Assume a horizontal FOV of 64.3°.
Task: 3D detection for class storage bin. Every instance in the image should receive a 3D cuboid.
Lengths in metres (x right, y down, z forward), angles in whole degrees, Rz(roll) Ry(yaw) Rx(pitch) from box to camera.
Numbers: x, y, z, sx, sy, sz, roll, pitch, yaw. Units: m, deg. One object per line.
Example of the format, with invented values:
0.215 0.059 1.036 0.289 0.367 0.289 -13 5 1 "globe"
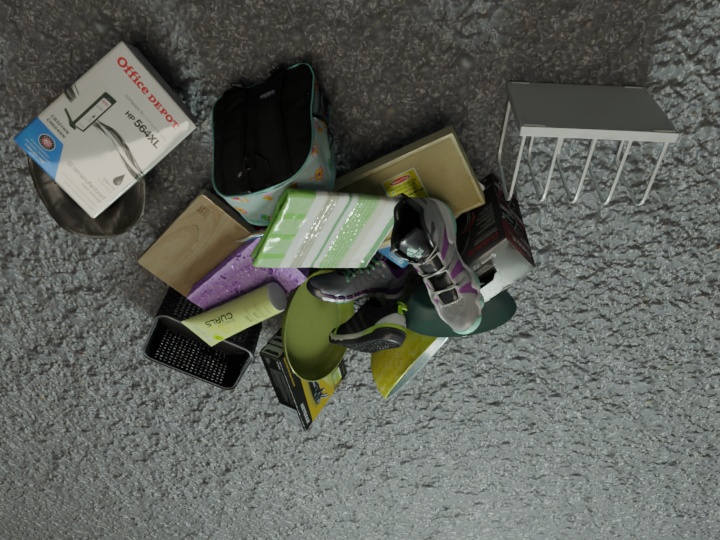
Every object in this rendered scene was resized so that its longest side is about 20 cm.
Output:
-0.308 0.132 1.124 0.197 0.095 0.136 26 126 -14 "storage bin"

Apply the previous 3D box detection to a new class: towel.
-0.043 -0.060 0.809 0.197 0.031 0.150 0 140 -36 "towel"

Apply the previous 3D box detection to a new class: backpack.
-0.118 -0.162 0.810 0.172 0.203 0.154 -13 143 13 "backpack"

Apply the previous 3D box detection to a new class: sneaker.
0.018 0.091 0.980 0.071 0.084 0.199 21 159 -32 "sneaker"
0.000 0.000 0.987 0.197 0.074 0.089 -3 124 -34 "sneaker"
0.088 -0.011 0.769 0.077 0.203 0.139 -31 157 31 "sneaker"

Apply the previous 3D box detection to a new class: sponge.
-0.194 0.023 0.980 0.199 0.030 0.111 -35 118 27 "sponge"

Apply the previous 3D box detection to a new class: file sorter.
0.303 -0.175 0.806 0.196 0.140 0.126 3 131 3 "file sorter"

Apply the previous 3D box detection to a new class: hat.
-0.423 -0.157 0.916 0.196 0.081 0.204 0 112 0 "hat"

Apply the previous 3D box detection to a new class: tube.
-0.214 0.080 0.981 0.198 0.052 0.059 -23 86 27 "tube"

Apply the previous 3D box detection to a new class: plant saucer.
0.161 0.051 0.965 0.196 0.200 0.037 -6 110 9 "plant saucer"
-0.080 0.095 1.028 0.031 0.201 0.202 7 134 34 "plant saucer"

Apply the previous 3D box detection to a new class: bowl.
0.080 0.126 1.056 0.108 0.199 0.201 43 127 15 "bowl"

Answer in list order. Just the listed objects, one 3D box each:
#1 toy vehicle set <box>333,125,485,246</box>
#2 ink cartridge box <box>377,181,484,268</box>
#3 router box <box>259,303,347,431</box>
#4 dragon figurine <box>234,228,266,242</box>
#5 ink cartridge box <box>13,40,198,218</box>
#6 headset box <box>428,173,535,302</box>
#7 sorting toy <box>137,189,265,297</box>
0.071 -0.117 0.854 0.197 0.027 0.125 -21 122 21 "toy vehicle set"
0.090 -0.112 0.916 0.115 0.067 0.200 34 124 -19 "ink cartridge box"
-0.103 0.180 1.100 0.051 0.158 0.203 13 135 30 "router box"
-0.092 -0.073 0.903 0.199 0.059 0.100 -40 139 -12 "dragon figurine"
-0.352 -0.200 0.814 0.199 0.084 0.146 -41 110 1 "ink cartridge box"
0.179 -0.033 0.885 0.075 0.202 0.148 37 123 -23 "headset box"
-0.247 -0.030 1.007 0.199 0.070 0.198 -37 117 28 "sorting toy"
